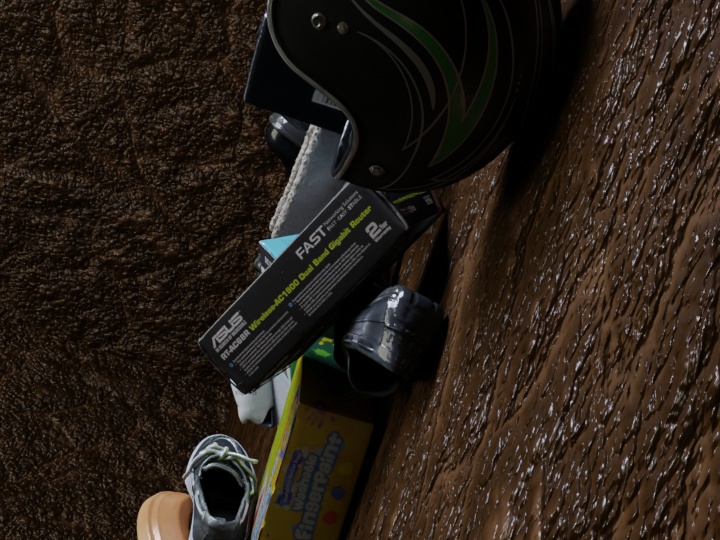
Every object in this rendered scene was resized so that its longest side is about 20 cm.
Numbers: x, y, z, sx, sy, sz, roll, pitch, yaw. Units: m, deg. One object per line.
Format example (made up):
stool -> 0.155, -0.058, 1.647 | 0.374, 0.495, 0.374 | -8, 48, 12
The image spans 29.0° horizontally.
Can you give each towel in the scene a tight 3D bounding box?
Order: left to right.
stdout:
towel -> -0.011, -0.088, 1.434 | 0.201, 0.131, 0.035 | 116, 147, -51

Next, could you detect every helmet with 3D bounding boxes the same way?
helmet -> 0.037, -0.154, 0.921 | 0.199, 0.191, 0.200 | -34, 16, 11

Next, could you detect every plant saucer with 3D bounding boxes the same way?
plant saucer -> -0.135, 0.293, 1.337 | 0.037, 0.201, 0.200 | -37, 15, 12

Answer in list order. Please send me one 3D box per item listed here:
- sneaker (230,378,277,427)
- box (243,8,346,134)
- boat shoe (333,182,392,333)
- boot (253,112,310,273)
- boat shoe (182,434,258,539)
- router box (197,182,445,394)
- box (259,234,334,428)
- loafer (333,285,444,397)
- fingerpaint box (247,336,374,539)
sneaker -> -0.091, 0.122, 1.478 | 0.200, 0.074, 0.088 | 9, -100, -67
box -> 0.016, -0.230, 1.268 | 0.124, 0.198, 0.198 | 115, 171, -55
boat shoe -> 0.000, 0.000, 1.370 | 0.068, 0.071, 0.203 | -165, 87, -81
boot -> -0.072, -0.065, 1.542 | 0.158, 0.211, 0.079 | -45, 41, 2
boat shoe -> -0.133, 0.201, 1.317 | 0.200, 0.073, 0.069 | -85, 7, -66
router box -> -0.028, 0.002, 1.149 | 0.200, 0.062, 0.150 | -46, -5, 17
box -> -0.057, 0.073, 1.355 | 0.082, 0.049, 0.203 | -139, 42, -65
loafer -> 0.011, 0.065, 1.100 | 0.071, 0.068, 0.201 | -64, 7, -16
fingerpaint box -> -0.046, 0.183, 1.255 | 0.167, 0.072, 0.202 | -90, 16, -72
